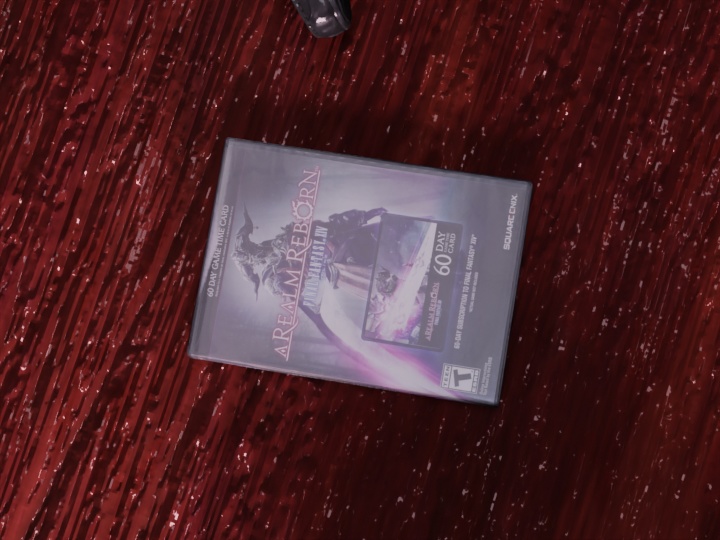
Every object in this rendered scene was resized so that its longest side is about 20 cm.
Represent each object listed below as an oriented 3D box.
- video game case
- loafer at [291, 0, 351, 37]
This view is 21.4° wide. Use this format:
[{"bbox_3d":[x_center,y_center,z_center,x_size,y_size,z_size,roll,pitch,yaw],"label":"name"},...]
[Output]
[{"bbox_3d":[0.000,0.000,1.200,0.199,0.019,0.144,9,81,6],"label":"video game case"},{"bbox_3d":[-0.072,-0.226,1.224,0.070,0.068,0.201,-33,74,7],"label":"loafer"}]
